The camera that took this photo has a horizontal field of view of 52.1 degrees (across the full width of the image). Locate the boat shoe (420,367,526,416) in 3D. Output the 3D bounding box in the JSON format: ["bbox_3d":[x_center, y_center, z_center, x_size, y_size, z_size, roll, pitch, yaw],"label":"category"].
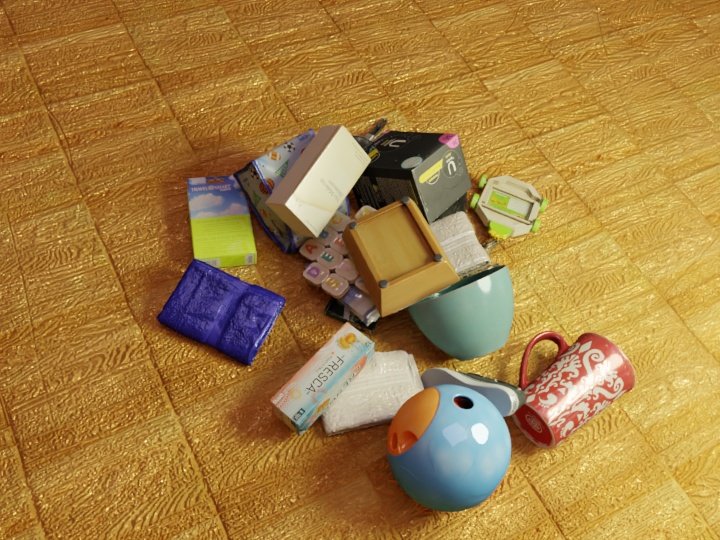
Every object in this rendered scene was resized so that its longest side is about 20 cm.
[{"bbox_3d":[0.198,0.215,1.306,0.200,0.069,0.057,10,11,42],"label":"boat shoe"}]

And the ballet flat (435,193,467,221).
[{"bbox_3d":[0.192,-0.132,1.592,0.066,0.057,0.200,31,58,-21],"label":"ballet flat"}]

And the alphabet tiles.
[{"bbox_3d":[-0.015,-0.039,1.427,0.196,0.015,0.200,31,70,30],"label":"alphabet tiles"}]

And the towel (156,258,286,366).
[{"bbox_3d":[-0.256,0.071,1.361,0.200,0.050,0.148,23,66,7],"label":"towel"}]

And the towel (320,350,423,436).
[{"bbox_3d":[0.017,0.216,1.327,0.200,0.034,0.133,-10,57,-15],"label":"towel"}]

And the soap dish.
[{"bbox_3d":[0.068,-0.033,1.347,0.157,0.081,0.200,-24,56,-3],"label":"soap dish"}]

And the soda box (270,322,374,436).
[{"bbox_3d":[-0.063,0.187,1.281,0.068,0.064,0.200,37,66,21],"label":"soda box"}]

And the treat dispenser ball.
[{"bbox_3d":[0.142,0.287,1.197,0.201,0.201,0.201,4,56,-6],"label":"treat dispenser ball"}]

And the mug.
[{"bbox_3d":[0.365,0.215,1.344,0.200,0.133,0.177,-34,33,-22],"label":"mug"}]

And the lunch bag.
[{"bbox_3d":[-0.132,-0.154,1.498,0.170,0.124,0.200,-36,100,-30],"label":"lunch bag"}]

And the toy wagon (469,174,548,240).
[{"bbox_3d":[0.314,-0.129,1.597,0.155,0.040,0.200,23,52,7],"label":"toy wagon"}]

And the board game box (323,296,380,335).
[{"bbox_3d":[0.016,0.026,1.463,0.105,0.023,0.200,23,56,9],"label":"board game box"}]

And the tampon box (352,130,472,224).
[{"bbox_3d":[0.096,-0.195,1.509,0.200,0.126,0.150,13,44,45],"label":"tampon box"}]

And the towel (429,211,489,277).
[{"bbox_3d":[0.135,-0.030,1.437,0.200,0.034,0.133,-23,59,3],"label":"towel"}]

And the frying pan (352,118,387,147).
[{"bbox_3d":[0.021,-0.280,1.672,0.190,0.031,0.115,-32,67,-23],"label":"frying pan"}]

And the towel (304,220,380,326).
[{"bbox_3d":[0.000,0.000,1.423,0.147,0.024,0.200,-45,58,-10],"label":"towel"}]

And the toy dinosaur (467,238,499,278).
[{"bbox_3d":[0.215,-0.007,1.508,0.200,0.058,0.101,-17,45,-28],"label":"toy dinosaur"}]

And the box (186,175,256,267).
[{"bbox_3d":[-0.282,-0.100,1.487,0.122,0.048,0.200,-6,58,-13],"label":"box"}]

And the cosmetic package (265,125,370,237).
[{"bbox_3d":[-0.079,-0.172,1.419,0.073,0.104,0.200,9,61,50],"label":"cosmetic package"}]

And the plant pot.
[{"bbox_3d":[0.202,0.088,1.367,0.200,0.200,0.135,-23,90,-22],"label":"plant pot"}]
